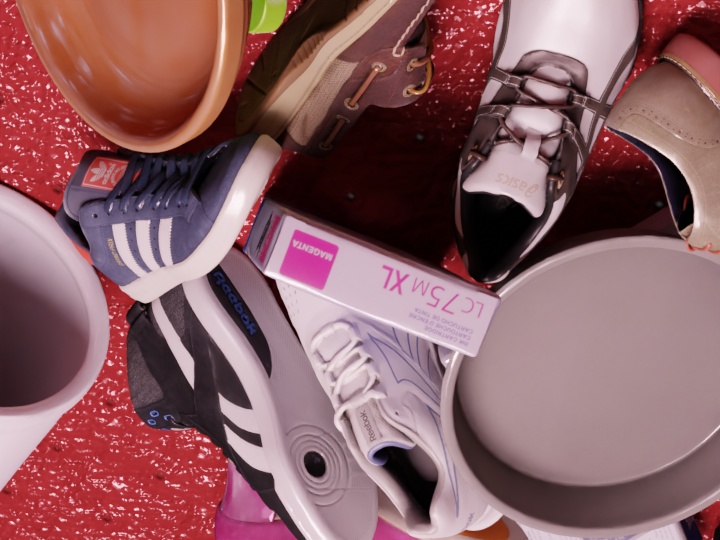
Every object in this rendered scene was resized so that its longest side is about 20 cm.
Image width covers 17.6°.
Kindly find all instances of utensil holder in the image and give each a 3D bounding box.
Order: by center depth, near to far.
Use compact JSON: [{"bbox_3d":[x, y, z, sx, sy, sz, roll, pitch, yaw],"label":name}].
[{"bbox_3d":[-0.264,0.067,1.385,0.170,0.170,0.200,28,134,-13],"label":"utensil holder"}]

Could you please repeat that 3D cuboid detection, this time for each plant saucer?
[{"bbox_3d":[-0.115,-0.160,1.167,0.200,0.037,0.200,29,129,42],"label":"plant saucer"}]

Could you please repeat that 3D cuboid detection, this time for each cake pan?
[{"bbox_3d":[0.141,0.059,1.292,0.200,0.037,0.200,-4,122,-6],"label":"cake pan"}]

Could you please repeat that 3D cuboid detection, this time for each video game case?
[{"bbox_3d":[0.174,0.058,1.331,0.200,0.023,0.182,-31,120,12],"label":"video game case"}]

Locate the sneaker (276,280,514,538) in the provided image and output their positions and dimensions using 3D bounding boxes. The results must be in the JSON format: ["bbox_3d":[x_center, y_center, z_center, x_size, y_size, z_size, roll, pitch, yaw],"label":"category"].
[{"bbox_3d":[0.014,0.066,1.337,0.075,0.087,0.200,-40,81,26],"label":"sneaker"}]

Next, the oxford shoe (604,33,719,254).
[{"bbox_3d":[0.204,-0.027,1.228,0.075,0.070,0.200,-41,99,-7],"label":"oxford shoe"}]

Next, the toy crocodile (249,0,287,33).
[{"bbox_3d":[-0.067,-0.173,1.195,0.067,0.062,0.200,-7,147,-29],"label":"toy crocodile"}]

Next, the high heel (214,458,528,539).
[{"bbox_3d":[0.004,0.170,1.420,0.200,0.067,0.096,12,121,12],"label":"high heel"}]

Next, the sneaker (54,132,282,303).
[{"bbox_3d":[-0.114,-0.040,1.285,0.084,0.075,0.200,36,150,-13],"label":"sneaker"}]

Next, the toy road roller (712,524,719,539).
[{"bbox_3d":[0.286,0.200,1.379,0.146,0.123,0.200,10,155,1],"label":"toy road roller"}]

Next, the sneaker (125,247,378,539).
[{"bbox_3d":[-0.071,0.093,1.388,0.112,0.073,0.200,-35,78,42],"label":"sneaker"}]

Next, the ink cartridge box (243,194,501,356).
[{"bbox_3d":[0.000,0.000,1.258,0.119,0.200,0.042,22,94,-8],"label":"ink cartridge box"}]

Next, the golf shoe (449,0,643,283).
[{"bbox_3d":[0.096,-0.080,1.212,0.078,0.095,0.200,15,124,2],"label":"golf shoe"}]

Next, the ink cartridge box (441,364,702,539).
[{"bbox_3d":[0.089,0.121,1.436,0.200,0.041,0.200,-10,126,21],"label":"ink cartridge box"}]

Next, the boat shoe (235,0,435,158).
[{"bbox_3d":[0.009,-0.121,1.222,0.072,0.072,0.200,25,136,-20],"label":"boat shoe"}]
